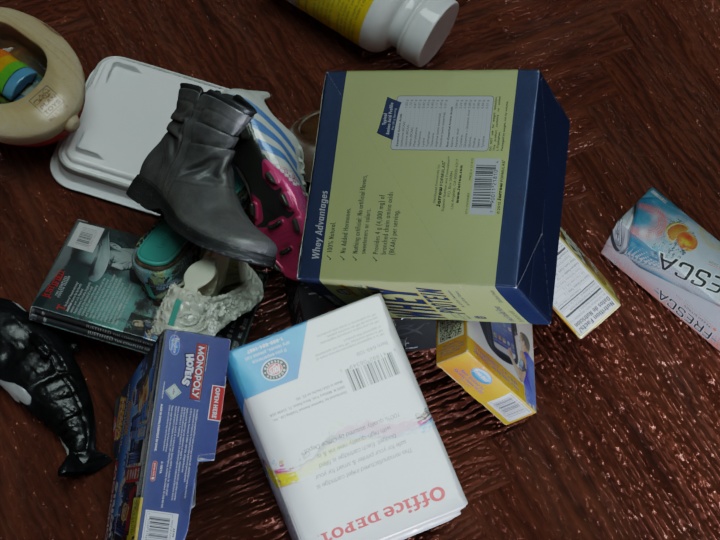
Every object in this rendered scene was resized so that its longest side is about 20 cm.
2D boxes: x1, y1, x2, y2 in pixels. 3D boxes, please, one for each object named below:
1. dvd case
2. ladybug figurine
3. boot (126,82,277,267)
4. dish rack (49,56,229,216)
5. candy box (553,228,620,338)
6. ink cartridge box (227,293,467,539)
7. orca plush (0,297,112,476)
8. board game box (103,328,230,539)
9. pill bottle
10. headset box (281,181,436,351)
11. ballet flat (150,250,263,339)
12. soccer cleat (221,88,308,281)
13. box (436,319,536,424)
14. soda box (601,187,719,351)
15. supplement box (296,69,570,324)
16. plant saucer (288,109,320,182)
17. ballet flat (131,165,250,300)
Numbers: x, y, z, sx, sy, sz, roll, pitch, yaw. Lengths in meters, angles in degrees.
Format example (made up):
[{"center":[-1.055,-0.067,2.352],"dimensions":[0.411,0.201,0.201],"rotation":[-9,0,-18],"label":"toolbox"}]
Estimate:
[{"center":[-0.200,0.024,1.588],"dimensions":[0.200,0.022,0.146],"rotation":[16,39,-1],"label":"dvd case"},{"center":[-0.354,-0.189,1.674],"dimensions":[0.200,0.072,0.136],"rotation":[38,73,25],"label":"ladybug figurine"},{"center":[-0.128,-0.092,1.494],"dimensions":[0.200,0.070,0.132],"rotation":[32,97,37],"label":"boot"},{"center":[-0.204,-0.140,1.698],"dimensions":[0.200,0.044,0.172],"rotation":[17,60,2],"label":"dish rack"},{"center":[0.167,-0.031,1.614],"dimensions":[0.055,0.115,0.200],"rotation":[-42,92,10],"label":"candy box"},{"center":[-0.016,0.150,1.461],"dimensions":[0.146,0.146,0.200],"rotation":[-20,78,-9],"label":"ink cartridge box"},{"center":[-0.301,0.097,1.526],"dimensions":[0.105,0.071,0.200],"rotation":[-15,63,-17],"label":"orca plush"},{"center":[-0.178,0.162,1.458],"dimensions":[0.062,0.200,0.200],"rotation":[10,80,-16],"label":"board game box"},{"center":[0.002,-0.306,1.788],"dimensions":[0.200,0.111,0.111],"rotation":[33,60,11],"label":"pill bottle"},{"center":[0.000,0.000,1.628],"dimensions":[0.148,0.075,0.200],"rotation":[-6,61,-12],"label":"headset box"},{"center":[-0.132,0.015,1.506],"dimensions":[0.072,0.072,0.200],"rotation":[23,20,5],"label":"ballet flat"},{"center":[-0.075,-0.088,1.582],"dimensions":[0.086,0.070,0.200],"rotation":[-17,79,-50],"label":"soccer cleat"},{"center":[0.121,0.035,1.594],"dimensions":[0.119,0.041,0.200],"rotation":[41,38,-37],"label":"box"},{"center":[0.345,0.010,1.679],"dimensions":[0.200,0.068,0.064],"rotation":[40,62,13],"label":"soda box"},{"center":[0.069,-0.065,1.480],"dimensions":[0.199,0.134,0.200],"rotation":[2,75,20],"label":"supplement box"},{"center":[0.010,-0.134,1.669],"dimensions":[0.200,0.032,0.200],"rotation":[-2,23,1],"label":"plant saucer"},{"center":[-0.157,-0.046,1.605],"dimensions":[0.074,0.074,0.200],"rotation":[31,52,10],"label":"ballet flat"}]
